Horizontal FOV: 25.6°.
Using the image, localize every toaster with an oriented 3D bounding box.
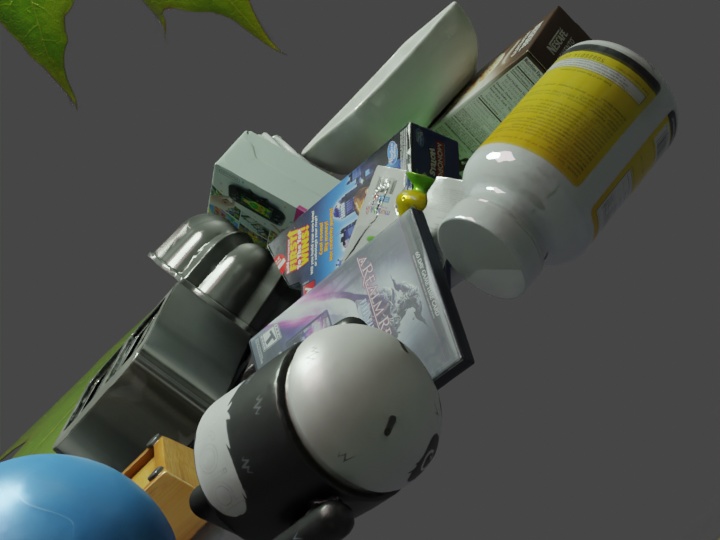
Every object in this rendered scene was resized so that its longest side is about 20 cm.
[{"bbox_3d":[-0.210,0.134,1.636,0.181,0.119,0.200,-47,13,30],"label":"toaster"}]

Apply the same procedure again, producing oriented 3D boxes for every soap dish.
[{"bbox_3d":[-0.193,0.227,1.389,0.157,0.081,0.200,-44,9,-3],"label":"soap dish"}]

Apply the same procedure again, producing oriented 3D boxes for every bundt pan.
[{"bbox_3d":[-0.105,0.015,1.548,0.076,0.202,0.202,-54,10,-3],"label":"bundt pan"}]

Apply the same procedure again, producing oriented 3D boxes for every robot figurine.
[{"bbox_3d":[-0.033,0.119,1.091,0.125,0.150,0.200,-11,-20,-49],"label":"robot figurine"}]

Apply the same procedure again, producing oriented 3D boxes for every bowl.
[{"bbox_3d":[0.042,-0.183,1.709,0.200,0.075,0.200,-49,6,-21],"label":"bowl"}]

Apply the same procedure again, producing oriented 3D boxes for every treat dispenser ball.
[{"bbox_3d":[-0.227,0.234,1.150,0.201,0.201,0.201,-42,10,9],"label":"treat dispenser ball"}]

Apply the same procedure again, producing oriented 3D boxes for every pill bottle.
[{"bbox_3d":[0.148,-0.075,1.204,0.200,0.112,0.112,-48,11,-27],"label":"pill bottle"}]

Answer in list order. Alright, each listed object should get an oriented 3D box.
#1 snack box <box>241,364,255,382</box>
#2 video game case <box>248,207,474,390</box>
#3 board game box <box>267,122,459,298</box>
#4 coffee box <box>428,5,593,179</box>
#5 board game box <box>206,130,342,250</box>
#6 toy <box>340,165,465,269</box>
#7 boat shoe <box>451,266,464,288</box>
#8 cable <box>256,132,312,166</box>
[{"bbox_3d":[-0.105,0.129,1.611,0.072,0.024,0.200,-48,10,-13],"label":"snack box"},{"bbox_3d":[-0.005,0.063,1.243,0.200,0.019,0.143,-40,51,31],"label":"video game case"},{"bbox_3d":[0.000,0.000,1.403,0.200,0.062,0.200,-25,56,44],"label":"board game box"},{"bbox_3d":[0.151,-0.173,1.662,0.200,0.080,0.114,-37,12,39],"label":"coffee box"},{"bbox_3d":[-0.085,-0.030,1.649,0.064,0.147,0.200,-52,-14,-36],"label":"board game box"},{"bbox_3d":[0.029,0.021,1.271,0.115,0.047,0.200,15,88,49],"label":"toy"},{"bbox_3d":[0.031,0.007,1.461,0.200,0.066,0.070,-33,14,46],"label":"boat shoe"},{"bbox_3d":[-0.057,-0.074,1.770,0.069,0.200,0.200,-48,-10,2],"label":"cable"}]
